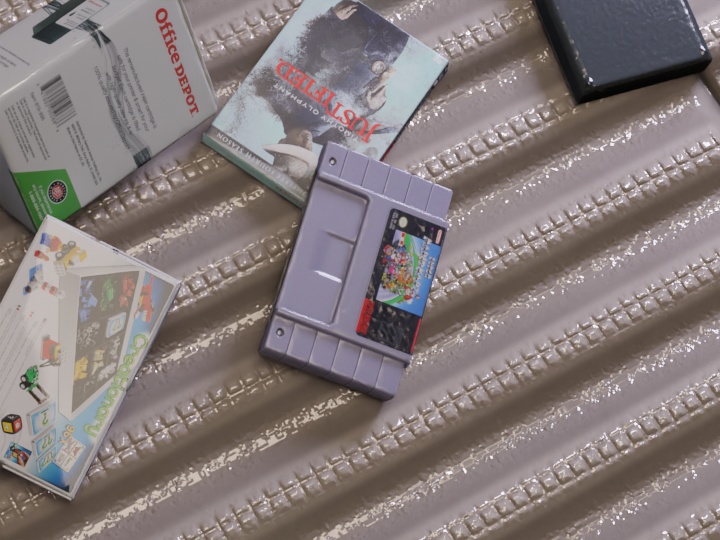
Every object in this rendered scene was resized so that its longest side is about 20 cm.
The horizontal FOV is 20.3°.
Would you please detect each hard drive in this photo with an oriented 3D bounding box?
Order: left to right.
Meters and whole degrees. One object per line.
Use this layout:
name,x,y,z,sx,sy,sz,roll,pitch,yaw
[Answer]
hard drive,0.233,-0.266,1.910,0.139,0.033,0.201,-15,73,-16

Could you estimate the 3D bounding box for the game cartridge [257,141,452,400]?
game cartridge,0.000,0.000,1.750,0.129,0.038,0.201,19,70,-8

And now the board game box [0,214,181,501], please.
board game box,-0.247,0.072,1.657,0.126,0.035,0.201,27,82,-1

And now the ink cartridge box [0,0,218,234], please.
ink cartridge box,-0.234,-0.150,1.706,0.200,0.147,0.083,-37,44,-22

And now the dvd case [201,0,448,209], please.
dvd case,-0.030,-0.153,1.822,0.146,0.022,0.200,34,68,3
